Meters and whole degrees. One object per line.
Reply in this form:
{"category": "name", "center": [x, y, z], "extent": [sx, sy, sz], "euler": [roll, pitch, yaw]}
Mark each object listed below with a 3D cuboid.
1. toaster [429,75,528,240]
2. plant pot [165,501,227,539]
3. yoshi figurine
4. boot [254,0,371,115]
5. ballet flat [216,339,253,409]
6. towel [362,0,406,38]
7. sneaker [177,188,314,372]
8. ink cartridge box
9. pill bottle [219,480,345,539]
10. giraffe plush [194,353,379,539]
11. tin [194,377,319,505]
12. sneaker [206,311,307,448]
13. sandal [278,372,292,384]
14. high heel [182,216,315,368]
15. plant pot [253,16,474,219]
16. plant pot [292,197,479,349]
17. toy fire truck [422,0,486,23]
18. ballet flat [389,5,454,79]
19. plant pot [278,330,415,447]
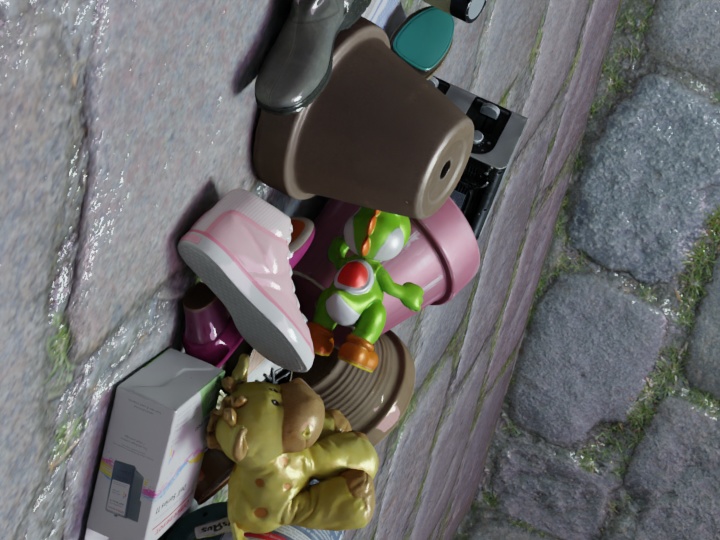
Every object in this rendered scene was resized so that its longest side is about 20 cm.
{"category": "toaster", "center": [0.095, -0.137, 1.820], "extent": [0.119, 0.180, 0.200], "euler": [-60, 172, -34]}
{"category": "plant pot", "center": [-0.144, 0.361, 1.694], "extent": [0.201, 0.200, 0.161], "euler": [-57, 143, -37]}
{"category": "yoshi figurine", "center": [0.009, 0.003, 1.612], "extent": [0.112, 0.112, 0.201], "euler": [18, -90, 64]}
{"category": "boot", "center": [-0.055, -0.254, 1.385], "extent": [0.200, 0.068, 0.131], "euler": [-63, 155, -29]}
{"category": "ballet flat", "center": [-0.130, 0.074, 1.550], "extent": [0.067, 0.046, 0.200], "euler": [47, 59, -41]}
{"category": "towel", "center": [0.011, -0.269, 1.657], "extent": [0.200, 0.024, 0.147], "euler": [69, 44, -70]}
{"category": "sneaker", "center": [-0.087, 0.005, 1.444], "extent": [0.105, 0.075, 0.200], "euler": [-56, 128, -28]}
{"category": "ink cartridge box", "center": [-0.203, 0.191, 1.450], "extent": [0.117, 0.067, 0.200], "euler": [-41, 149, -64]}
{"category": "pill bottle", "center": [-0.073, 0.264, 1.588], "extent": [0.200, 0.119, 0.120], "euler": [-64, 168, -47]}
{"category": "giraffe plush", "center": [-0.087, 0.171, 1.476], "extent": [0.200, 0.173, 0.163], "euler": [-25, 129, -20]}
{"category": "tin", "center": [-0.123, 0.189, 1.660], "extent": [0.200, 0.042, 0.112], "euler": [-37, 166, -46]}
{"category": "sneaker", "center": [-0.125, 0.110, 1.605], "extent": [0.200, 0.080, 0.074], "euler": [-61, 167, -20]}
{"category": "sandal", "center": [-0.103, 0.111, 1.727], "extent": [0.082, 0.054, 0.200], "euler": [-40, 154, -62]}
{"category": "high heel", "center": [-0.114, 0.023, 1.532], "extent": [0.200, 0.067, 0.096], "euler": [-38, 140, -36]}
{"category": "plant pot", "center": [0.017, -0.141, 1.510], "extent": [0.200, 0.174, 0.200], "euler": [-52, 159, -29]}
{"category": "plant pot", "center": [0.009, -0.010, 1.737], "extent": [0.179, 0.200, 0.200], "euler": [-43, 157, -24]}
{"category": "toy fire truck", "center": [0.114, -0.412, 1.662], "extent": [0.200, 0.128, 0.176], "euler": [-54, 157, -14]}
{"category": "ballet flat", "center": [0.044, -0.225, 1.702], "extent": [0.200, 0.070, 0.065], "euler": [-56, -171, -32]}
{"category": "plant pot", "center": [-0.042, 0.131, 1.801], "extent": [0.093, 0.200, 0.201], "euler": [50, 58, -38]}
